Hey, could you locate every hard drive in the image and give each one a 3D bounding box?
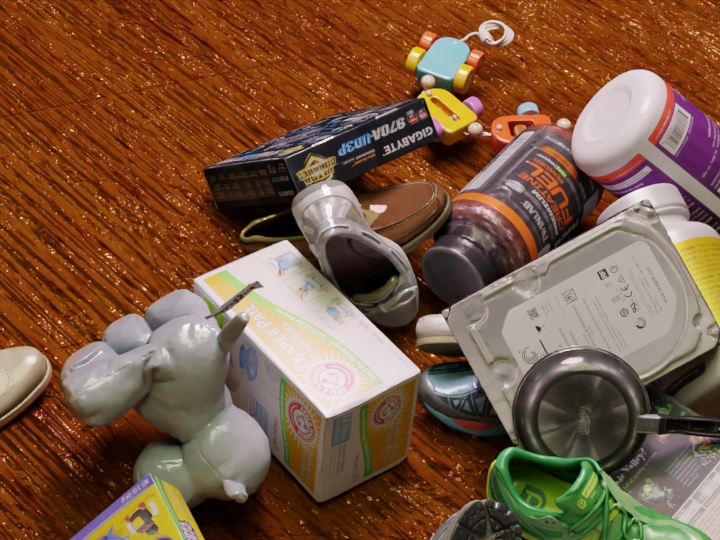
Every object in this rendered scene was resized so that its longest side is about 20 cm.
[{"bbox_3d":[0.186,0.046,1.560,0.200,0.038,0.140,-28,89,4],"label":"hard drive"}]

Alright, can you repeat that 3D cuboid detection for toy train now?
[{"bbox_3d":[0.125,-0.172,1.926,0.150,0.056,0.200,-7,48,-11],"label":"toy train"}]

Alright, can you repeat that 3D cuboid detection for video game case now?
[{"bbox_3d":[0.243,0.208,1.527,0.182,0.023,0.200,34,69,28],"label":"video game case"}]

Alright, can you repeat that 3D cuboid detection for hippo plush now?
[{"bbox_3d":[-0.137,0.112,1.554,0.200,0.161,0.159,-23,17,13],"label":"hippo plush"}]

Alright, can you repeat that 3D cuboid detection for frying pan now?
[{"bbox_3d":[0.215,0.137,1.533,0.190,0.115,0.031,28,6,-1],"label":"frying pan"}]

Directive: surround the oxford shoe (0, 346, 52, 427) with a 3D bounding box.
[{"bbox_3d":[-0.361,0.106,1.607,0.200,0.074,0.071,-24,50,-24],"label":"oxford shoe"}]

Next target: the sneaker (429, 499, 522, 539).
[{"bbox_3d":[0.059,0.276,1.460,0.078,0.086,0.200,36,69,-8],"label":"sneaker"}]

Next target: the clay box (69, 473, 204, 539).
[{"bbox_3d":[-0.157,0.268,1.432,0.115,0.048,0.200,-40,49,7],"label":"clay box"}]

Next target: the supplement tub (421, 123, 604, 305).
[{"bbox_3d":[0.141,-0.047,1.759,0.107,0.107,0.200,27,50,23],"label":"supplement tub"}]

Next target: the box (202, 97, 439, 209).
[{"bbox_3d":[-0.041,-0.111,1.778,0.159,0.046,0.200,-25,11,-26],"label":"box"}]

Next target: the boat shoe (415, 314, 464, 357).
[{"bbox_3d":[0.139,0.039,1.672,0.200,0.075,0.068,-2,81,-24],"label":"boat shoe"}]

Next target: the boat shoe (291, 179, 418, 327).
[{"bbox_3d":[0.001,-0.001,1.650,0.074,0.202,0.065,-25,51,6],"label":"boat shoe"}]

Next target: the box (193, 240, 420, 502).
[{"bbox_3d":[-0.051,0.085,1.611,0.101,0.113,0.200,-24,51,-30],"label":"box"}]

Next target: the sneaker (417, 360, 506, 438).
[{"bbox_3d":[0.149,0.090,1.627,0.200,0.096,0.079,2,44,0],"label":"sneaker"}]

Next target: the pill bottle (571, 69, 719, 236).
[{"bbox_3d":[0.302,-0.094,1.755,0.200,0.112,0.113,35,39,-24],"label":"pill bottle"}]

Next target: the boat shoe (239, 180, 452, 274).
[{"bbox_3d":[-0.016,-0.041,1.718,0.200,0.068,0.072,-23,37,11],"label":"boat shoe"}]

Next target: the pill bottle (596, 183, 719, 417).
[{"bbox_3d":[0.286,0.027,1.648,0.111,0.111,0.200,-15,66,-17],"label":"pill bottle"}]

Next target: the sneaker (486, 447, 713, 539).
[{"bbox_3d":[0.187,0.200,1.479,0.200,0.084,0.074,20,63,22],"label":"sneaker"}]
